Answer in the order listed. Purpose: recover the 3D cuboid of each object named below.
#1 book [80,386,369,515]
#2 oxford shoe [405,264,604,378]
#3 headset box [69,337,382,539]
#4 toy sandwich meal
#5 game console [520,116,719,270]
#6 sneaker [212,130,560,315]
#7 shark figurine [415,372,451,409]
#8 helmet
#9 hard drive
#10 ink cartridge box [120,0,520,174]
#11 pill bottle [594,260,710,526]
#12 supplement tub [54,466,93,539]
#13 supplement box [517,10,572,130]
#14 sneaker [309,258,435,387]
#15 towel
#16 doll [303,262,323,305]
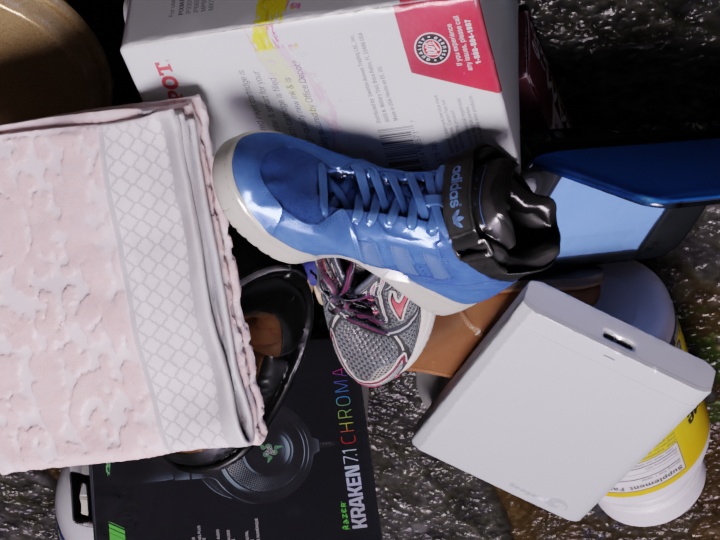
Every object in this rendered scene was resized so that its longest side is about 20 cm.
[{"bbox_3d":[-0.095,0.119,1.551,0.199,0.134,0.048,3,144,-2],"label":"book"},{"bbox_3d":[0.083,0.035,1.445,0.200,0.072,0.071,-13,-179,41],"label":"oxford shoe"},{"bbox_3d":[-0.093,0.146,1.448,0.199,0.175,0.093,-5,148,-4],"label":"headset box"},{"bbox_3d":[-0.238,-0.125,1.325,0.204,0.070,0.205,1,137,1],"label":"toy sandwich meal"},{"bbox_3d":[0.180,-0.028,1.309,0.200,0.118,0.171,-6,140,-36],"label":"game console"},{"bbox_3d":[0.024,-0.038,1.171,0.200,0.077,0.111,26,144,-36],"label":"sneaker"},{"bbox_3d":[0.072,0.099,1.554,0.128,0.090,0.215,-7,137,14],"label":"shark figurine"},{"bbox_3d":[-0.146,0.023,1.343,0.190,0.200,0.200,31,149,28],"label":"helmet"},{"bbox_3d":[0.128,0.089,1.418,0.132,0.026,0.200,26,144,-6],"label":"hard drive"},{"bbox_3d":[-0.018,-0.139,1.230,0.199,0.145,0.145,-7,140,10],"label":"ink cartridge box"},{"bbox_3d":[0.181,0.090,1.516,0.112,0.113,0.200,-10,139,15],"label":"pill bottle"},{"bbox_3d":[-0.157,0.199,1.639,0.144,0.145,0.200,4,140,-2],"label":"supplement tub"},{"bbox_3d":[0.024,-0.086,1.355,0.199,0.061,0.109,-11,140,16],"label":"supplement box"},{"bbox_3d":[0.000,0.000,1.335,0.080,0.075,0.200,14,137,16],"label":"sneaker"},{"bbox_3d":[-0.152,0.012,1.212,0.191,0.032,0.201,-7,98,31],"label":"towel"},{"bbox_3d":[0.053,-0.019,1.423,0.199,0.049,0.136,-13,171,19],"label":"doll"}]
